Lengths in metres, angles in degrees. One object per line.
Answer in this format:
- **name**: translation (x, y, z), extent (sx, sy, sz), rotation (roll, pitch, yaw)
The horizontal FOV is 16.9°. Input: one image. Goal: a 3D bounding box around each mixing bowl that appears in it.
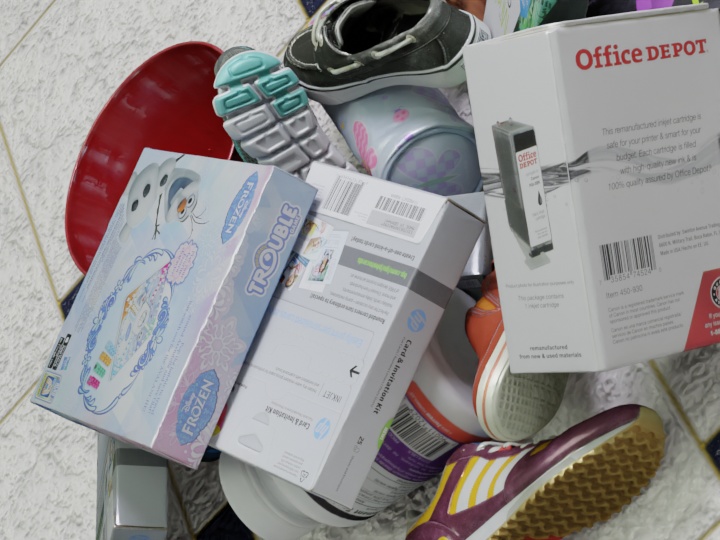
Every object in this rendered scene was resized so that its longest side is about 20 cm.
- **mixing bowl**: translation (-0.123, -0.062, 1.860), extent (0.200, 0.108, 0.201), rotation (-28, 48, 36)

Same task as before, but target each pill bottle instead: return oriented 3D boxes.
- **pill bottle**: translation (0.002, 0.101, 1.613), extent (0.200, 0.111, 0.112), rotation (-35, 45, 31)

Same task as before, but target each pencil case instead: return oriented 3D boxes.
- **pencil case**: translation (0.021, -0.114, 1.746), extent (0.083, 0.091, 0.200), rotation (-36, 42, 2)

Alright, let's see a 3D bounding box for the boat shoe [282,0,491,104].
- **boat shoe**: translation (0.004, -0.162, 1.668), extent (0.200, 0.064, 0.071), rotation (-2, 61, 50)

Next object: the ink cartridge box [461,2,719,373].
- **ink cartridge box**: translation (0.151, -0.049, 1.441), extent (0.083, 0.147, 0.201), rotation (-5, 95, 51)

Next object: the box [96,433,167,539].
- **box**: translation (-0.168, 0.132, 1.775), extent (0.156, 0.041, 0.201), rotation (110, 160, -56)

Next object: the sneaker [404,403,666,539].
- **sneaker**: translation (0.100, 0.129, 1.513), extent (0.200, 0.075, 0.090), rotation (-41, 46, 23)

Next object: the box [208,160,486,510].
- **box**: translation (-0.018, 0.038, 1.550), extent (0.156, 0.041, 0.200), rotation (17, 79, 54)

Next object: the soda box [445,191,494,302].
- **soda box**: translation (0.000, 0.000, 1.655), extent (0.199, 0.063, 0.068), rotation (-6, 58, 20)

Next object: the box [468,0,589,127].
- **box**: translation (0.108, -0.148, 1.581), extent (0.145, 0.036, 0.200), rotation (-98, 12, -51)

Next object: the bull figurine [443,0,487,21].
- **bull figurine**: translation (0.033, -0.220, 1.778), extent (0.065, 0.121, 0.200), rotation (-50, 44, 9)

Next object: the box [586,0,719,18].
- **box**: translation (0.182, -0.204, 1.571), extent (0.143, 0.036, 0.200), rotation (-36, 42, 33)

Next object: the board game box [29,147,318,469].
- **board game box**: translation (-0.129, 0.020, 1.640), extent (0.199, 0.043, 0.200), rotation (12, 76, 60)

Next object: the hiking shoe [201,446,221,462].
- **hiking shoe**: translation (-0.059, 0.081, 1.725), extent (0.200, 0.074, 0.087), rotation (-42, 41, 24)

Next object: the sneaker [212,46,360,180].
- **sneaker**: translation (-0.048, -0.080, 1.739), extent (0.077, 0.200, 0.091), rotation (-26, 25, -4)

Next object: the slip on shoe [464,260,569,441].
- **slip on shoe**: translation (0.095, 0.045, 1.519), extent (0.061, 0.074, 0.200), rotation (-8, 27, 18)
